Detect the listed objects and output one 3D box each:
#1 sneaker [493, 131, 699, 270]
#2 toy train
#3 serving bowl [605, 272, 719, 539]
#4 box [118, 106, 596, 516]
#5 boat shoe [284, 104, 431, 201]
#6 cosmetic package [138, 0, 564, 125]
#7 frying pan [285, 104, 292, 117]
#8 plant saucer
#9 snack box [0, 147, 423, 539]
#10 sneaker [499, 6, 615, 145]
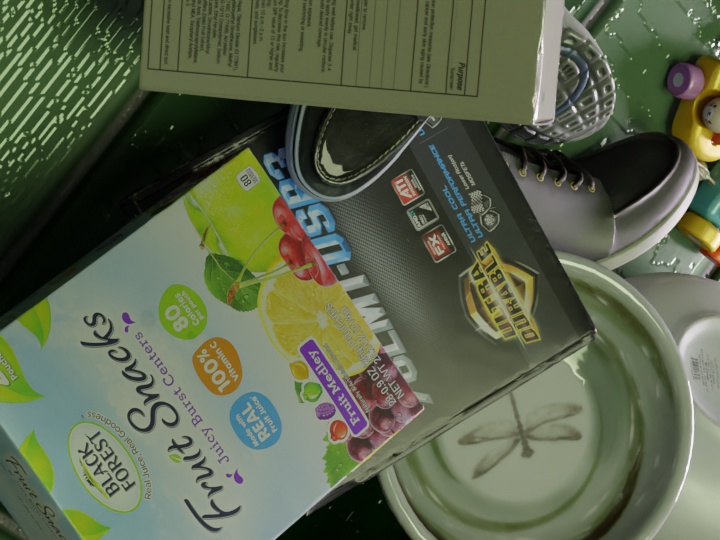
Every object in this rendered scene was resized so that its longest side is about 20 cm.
[{"bbox_3d":[0.115,-0.052,1.383,0.200,0.075,0.106,-31,126,-19],"label":"sneaker"},{"bbox_3d":[0.269,-0.092,1.488,0.150,0.056,0.200,-20,122,-27],"label":"toy train"},{"bbox_3d":[0.216,0.081,1.441,0.200,0.200,0.066,-10,155,-32],"label":"serving bowl"},{"bbox_3d":[0.000,0.000,1.278,0.198,0.050,0.200,-30,95,-17],"label":"box"},{"bbox_3d":[0.028,-0.115,1.198,0.072,0.071,0.200,28,106,-23],"label":"boat shoe"},{"bbox_3d":[-0.002,-0.129,1.135,0.071,0.200,0.105,-19,116,-76],"label":"cosmetic package"},{"bbox_3d":[-0.036,-0.173,1.224,0.115,0.031,0.190,-38,119,-10],"label":"frying pan"},{"bbox_3d":[0.094,0.088,1.352,0.200,0.050,0.200,1,86,-17],"label":"plant saucer"},{"bbox_3d":[-0.091,0.063,1.165,0.200,0.068,0.169,-39,100,-29],"label":"snack box"},{"bbox_3d":[0.084,-0.152,1.299,0.074,0.087,0.200,-23,130,18],"label":"sneaker"}]
